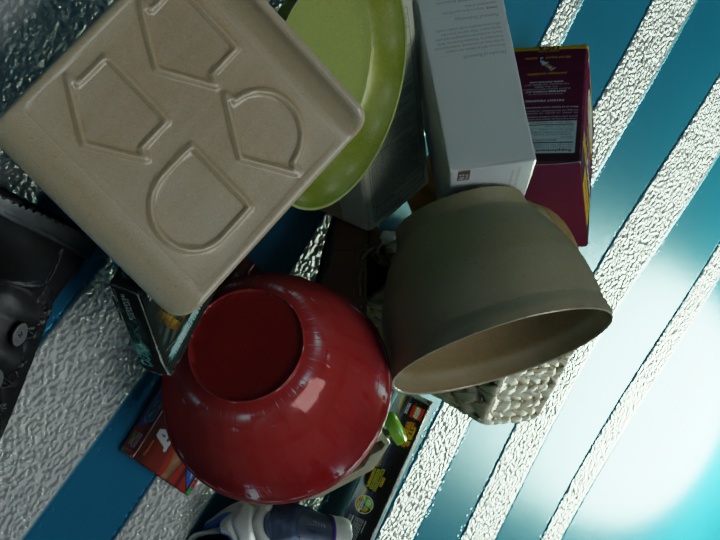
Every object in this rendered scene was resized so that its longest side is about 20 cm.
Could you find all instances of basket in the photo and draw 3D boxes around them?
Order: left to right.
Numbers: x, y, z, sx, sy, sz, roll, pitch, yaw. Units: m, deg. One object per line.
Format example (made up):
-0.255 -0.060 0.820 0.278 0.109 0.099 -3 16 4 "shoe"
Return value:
0.104 0.057 1.464 0.135 0.200 0.124 3 114 -54 "basket"

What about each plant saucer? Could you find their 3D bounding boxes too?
-0.028 -0.147 1.144 0.200 0.031 0.201 -37 136 -46 "plant saucer"

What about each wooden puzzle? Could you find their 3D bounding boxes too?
-0.123 -0.100 1.017 0.200 0.046 0.185 -47 106 -11 "wooden puzzle"

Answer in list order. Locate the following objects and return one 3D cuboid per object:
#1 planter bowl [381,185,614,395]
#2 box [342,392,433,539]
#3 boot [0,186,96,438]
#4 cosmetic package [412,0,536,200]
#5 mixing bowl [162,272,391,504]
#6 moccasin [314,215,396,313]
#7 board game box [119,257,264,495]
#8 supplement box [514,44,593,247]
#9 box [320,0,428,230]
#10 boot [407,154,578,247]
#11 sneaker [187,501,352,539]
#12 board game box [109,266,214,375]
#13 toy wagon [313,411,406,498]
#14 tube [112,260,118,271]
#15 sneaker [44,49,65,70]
0.104 0.011 1.273 0.200 0.200 0.135 13 56 -56 "planter bowl"
0.019 0.222 1.528 0.137 0.040 0.201 38 76 -86 "box"
-0.283 0.040 1.033 0.165 0.065 0.201 31 88 -55 "boot"
0.094 -0.162 1.297 0.113 0.081 0.201 94 -14 -74 "cosmetic package"
-0.080 0.078 1.192 0.201 0.199 0.108 -56 158 -15 "mixing bowl"
0.000 -0.001 1.338 0.202 0.077 0.074 -75 175 -47 "moccasin"
-0.130 0.096 1.314 0.201 0.019 0.103 -59 145 -12 "board game box"
0.190 -0.128 1.489 0.201 0.085 0.111 -78 162 -46 "supplement box"
-0.002 -0.148 1.292 0.095 0.077 0.201 -38 137 -35 "box"
0.127 -0.032 1.417 0.071 0.144 0.202 -39 97 -23 "boot"
-0.104 0.275 1.422 0.200 0.146 0.081 127 -30 -56 "sneaker"
-0.122 -0.034 1.119 0.136 0.028 0.201 85 28 -60 "board game box"
-0.049 0.157 1.381 0.155 0.040 0.200 -28 145 5 "toy wagon"
-0.166 -0.031 1.111 0.078 0.050 0.200 -50 159 -24 "tube"
-0.145 -0.115 1.109 0.200 0.082 0.074 1 110 -55 "sneaker"
